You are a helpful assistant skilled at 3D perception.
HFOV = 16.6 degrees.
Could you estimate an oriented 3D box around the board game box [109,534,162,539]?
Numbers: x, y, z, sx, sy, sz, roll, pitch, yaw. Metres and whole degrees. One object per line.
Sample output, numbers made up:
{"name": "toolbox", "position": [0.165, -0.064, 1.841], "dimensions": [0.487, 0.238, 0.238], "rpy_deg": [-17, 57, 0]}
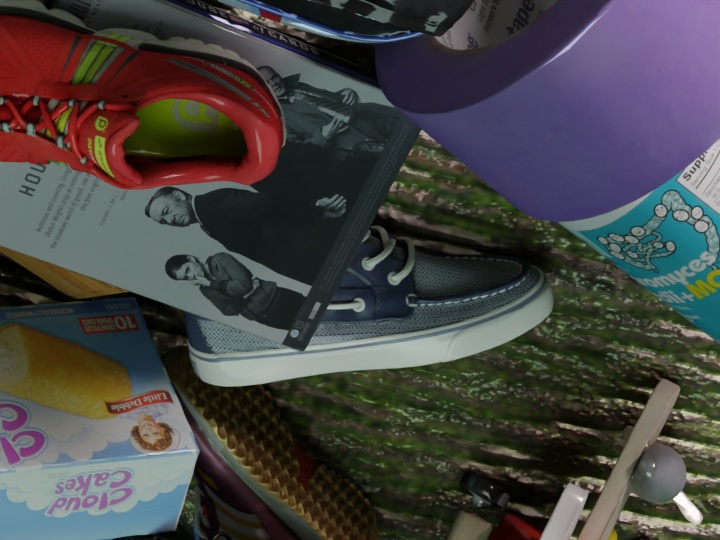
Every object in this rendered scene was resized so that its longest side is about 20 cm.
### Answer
{"name": "board game box", "position": [-0.190, 0.198, 1.474], "dimensions": [0.152, 0.045, 0.200], "rpy_deg": [-45, 122, -1]}

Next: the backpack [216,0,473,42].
{"name": "backpack", "position": [-0.017, -0.191, 1.042], "dimensions": [0.189, 0.154, 0.201], "rpy_deg": [27, 115, 1]}

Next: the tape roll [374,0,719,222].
{"name": "tape roll", "position": [0.104, -0.127, 1.082], "dimensions": [0.085, 0.201, 0.200], "rpy_deg": [36, 127, -27]}

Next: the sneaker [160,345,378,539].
{"name": "sneaker", "position": [-0.074, 0.126, 1.427], "dimensions": [0.090, 0.075, 0.200], "rpy_deg": [-24, 125, 25]}

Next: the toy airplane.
{"name": "toy airplane", "position": [0.119, 0.181, 1.374], "dimensions": [0.140, 0.200, 0.200], "rpy_deg": [29, 129, -8]}

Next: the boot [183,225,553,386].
{"name": "boot", "position": [0.000, 0.000, 1.307], "dimensions": [0.198, 0.073, 0.091], "rpy_deg": [-11, 114, 0]}

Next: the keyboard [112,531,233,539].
{"name": "keyboard", "position": [-0.055, 0.175, 1.391], "dimensions": [0.199, 0.040, 0.104], "rpy_deg": [31, 161, -36]}

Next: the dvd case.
{"name": "dvd case", "position": [-0.083, -0.055, 1.219], "dimensions": [0.199, 0.025, 0.151], "rpy_deg": [20, 111, -23]}

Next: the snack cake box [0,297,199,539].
{"name": "snack cake box", "position": [-0.198, 0.084, 1.292], "dimensions": [0.198, 0.115, 0.068], "rpy_deg": [-4, 135, -27]}

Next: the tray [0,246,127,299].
{"name": "tray", "position": [-0.198, -0.052, 1.264], "dimensions": [0.199, 0.037, 0.098], "rpy_deg": [36, 158, -25]}

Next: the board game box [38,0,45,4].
{"name": "board game box", "position": [-0.161, -0.174, 1.177], "dimensions": [0.134, 0.034, 0.200], "rpy_deg": [22, 131, -15]}

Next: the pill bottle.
{"name": "pill bottle", "position": [0.158, -0.046, 1.216], "dimensions": [0.199, 0.111, 0.111], "rpy_deg": [35, 127, -25]}

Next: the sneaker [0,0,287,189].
{"name": "sneaker", "position": [-0.128, -0.075, 1.132], "dimensions": [0.198, 0.085, 0.078], "rpy_deg": [2, 116, -16]}
